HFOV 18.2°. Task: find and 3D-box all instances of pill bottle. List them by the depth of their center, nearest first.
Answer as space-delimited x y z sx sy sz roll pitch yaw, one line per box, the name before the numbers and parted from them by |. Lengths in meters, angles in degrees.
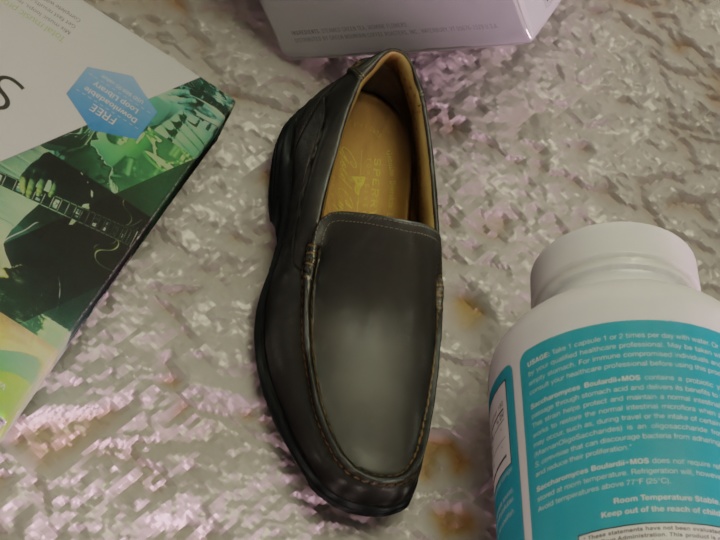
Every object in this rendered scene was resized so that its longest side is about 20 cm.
pill bottle | 0.106 0.081 0.864 0.110 0.111 0.201 12 53 -18

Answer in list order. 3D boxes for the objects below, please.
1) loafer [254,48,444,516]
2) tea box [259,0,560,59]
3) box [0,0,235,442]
loafer | 0.000 0.000 0.896 0.072 0.072 0.201 8 54 -22
tea box | 0.030 -0.229 0.978 0.200 0.133 0.198 -53 133 -42
box | -0.154 -0.038 0.873 0.144 0.036 0.200 32 49 -1
